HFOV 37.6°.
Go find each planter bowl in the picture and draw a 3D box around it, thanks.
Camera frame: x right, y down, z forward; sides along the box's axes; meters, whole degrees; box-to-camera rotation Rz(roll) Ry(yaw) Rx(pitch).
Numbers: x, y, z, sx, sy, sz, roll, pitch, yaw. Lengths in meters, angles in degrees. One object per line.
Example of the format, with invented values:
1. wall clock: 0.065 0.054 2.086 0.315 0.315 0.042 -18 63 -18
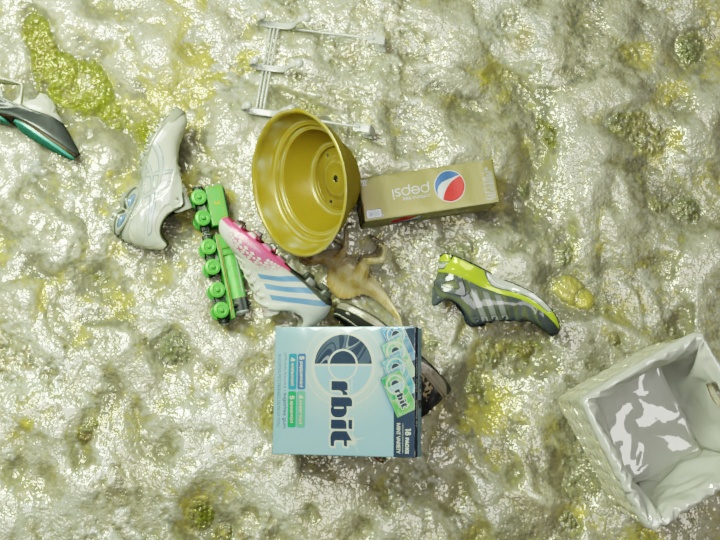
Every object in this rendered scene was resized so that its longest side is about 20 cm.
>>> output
1. planter bowl: -0.059 -0.124 1.472 0.083 0.199 0.203 -10 83 -43

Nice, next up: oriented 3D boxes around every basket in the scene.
1. basket: 0.406 0.218 1.462 0.198 0.161 0.200 -27 87 -9

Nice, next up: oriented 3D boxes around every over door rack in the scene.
1. over door rack: -0.063 -0.285 1.521 0.197 0.067 0.150 10 83 -4

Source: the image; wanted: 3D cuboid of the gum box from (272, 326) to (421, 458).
1. gum box: -0.018 0.162 1.421 0.197 0.045 0.172 -2 82 16

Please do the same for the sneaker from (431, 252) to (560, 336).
1. sneaker: 0.190 0.051 1.512 0.198 0.074 0.082 25 88 5

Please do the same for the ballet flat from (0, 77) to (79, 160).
1. ballet flat: -0.473 -0.224 1.473 0.198 0.073 0.074 25 81 0

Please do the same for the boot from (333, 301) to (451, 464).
1. boot: 0.010 0.156 1.477 0.200 0.073 0.151 41 81 -5

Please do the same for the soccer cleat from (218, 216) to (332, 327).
1. soccer cleat: -0.130 0.012 1.468 0.199 0.070 0.087 39 94 -11

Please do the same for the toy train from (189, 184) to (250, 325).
1. toy train: -0.198 -0.024 1.492 0.056 0.042 0.203 -11 84 -18

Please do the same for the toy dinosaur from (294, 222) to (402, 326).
1. toy dinosaur: 0.000 0.000 1.509 0.199 0.058 0.102 33 96 7

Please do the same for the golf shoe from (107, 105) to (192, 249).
1. golf shoe: -0.271 -0.124 1.479 0.096 0.078 0.202 24 91 -1

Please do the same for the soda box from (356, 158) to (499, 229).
1. soda box: 0.094 -0.109 1.515 0.197 0.068 0.065 -8 84 -6
